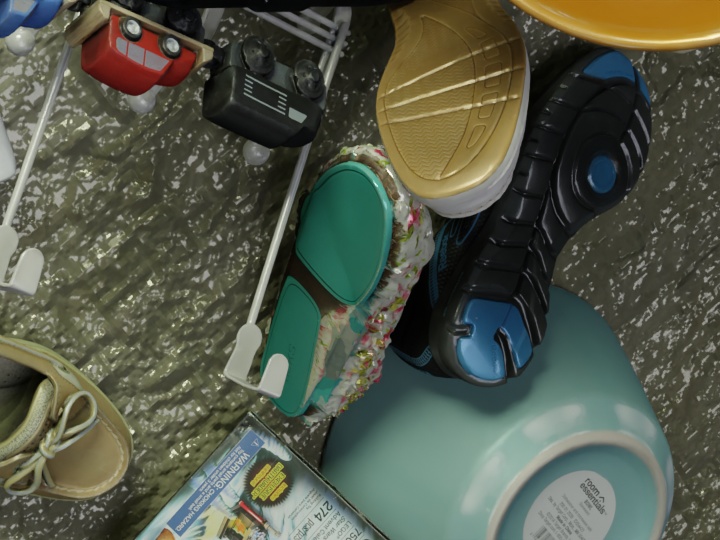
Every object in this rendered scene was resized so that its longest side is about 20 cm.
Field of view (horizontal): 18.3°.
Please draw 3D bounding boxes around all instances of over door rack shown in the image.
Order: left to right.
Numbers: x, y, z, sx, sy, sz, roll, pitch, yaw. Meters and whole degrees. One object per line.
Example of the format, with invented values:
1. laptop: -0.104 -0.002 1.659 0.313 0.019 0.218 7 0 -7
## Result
1. over door rack: -0.090 -0.058 1.009 0.147 0.066 0.201 23 68 -33

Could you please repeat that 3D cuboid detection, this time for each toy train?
1. toy train: -0.097 -0.096 0.942 0.199 0.034 0.046 23 58 -33

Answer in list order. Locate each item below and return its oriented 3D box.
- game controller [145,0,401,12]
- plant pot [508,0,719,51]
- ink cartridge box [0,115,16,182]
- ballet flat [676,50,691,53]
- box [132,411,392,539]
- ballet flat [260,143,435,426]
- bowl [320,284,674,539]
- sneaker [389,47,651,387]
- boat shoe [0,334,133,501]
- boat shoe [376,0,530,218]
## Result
1. game controller: -0.019 -0.158 0.962 0.200 0.042 0.104 -9 142 -52
2. plant pot: 0.124 -0.215 0.945 0.199 0.183 0.201 1 113 3
3. ink cartridge box: -0.254 -0.097 0.942 0.173 0.044 0.201 -25 123 -17
4. ballet flat: 0.128 -0.171 1.113 0.200 0.069 0.070 25 98 -39
5. box: -0.073 0.190 1.136 0.137 0.040 0.200 42 87 1
6. ballet flat: 0.000 0.000 1.088 0.064 0.076 0.200 -23 156 -31
7. bowl: 0.089 0.118 1.203 0.200 0.105 0.202 -13 119 -25
8. sneaker: 0.078 -0.033 1.153 0.073 0.082 0.200 44 68 -27
9. boat shoe: -0.179 0.059 1.044 0.073 0.063 0.201 -49 126 -1
10. boat shoe: 0.049 -0.083 1.038 0.070 0.201 0.070 -13 130 11
